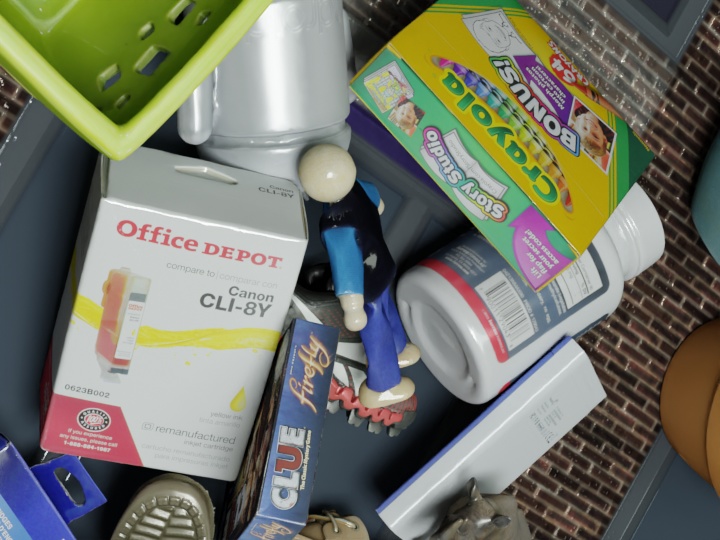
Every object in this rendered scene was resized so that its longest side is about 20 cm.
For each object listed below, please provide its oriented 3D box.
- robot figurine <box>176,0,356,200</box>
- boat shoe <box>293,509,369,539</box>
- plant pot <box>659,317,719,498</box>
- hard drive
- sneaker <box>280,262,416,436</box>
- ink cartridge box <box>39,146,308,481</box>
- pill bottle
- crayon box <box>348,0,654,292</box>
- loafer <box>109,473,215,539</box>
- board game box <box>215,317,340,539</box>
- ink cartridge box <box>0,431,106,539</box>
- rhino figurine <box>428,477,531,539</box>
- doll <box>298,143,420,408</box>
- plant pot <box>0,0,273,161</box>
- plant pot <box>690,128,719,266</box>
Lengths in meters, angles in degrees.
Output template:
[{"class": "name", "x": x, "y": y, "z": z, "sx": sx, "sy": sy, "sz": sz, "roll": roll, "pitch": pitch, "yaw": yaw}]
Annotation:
[{"class": "robot figurine", "x": -0.065, "y": -0.138, "z": 1.236, "sx": 0.169, "sy": 0.112, "sz": 0.202, "roll": -19, "pitch": 112, "yaw": -40}, {"class": "boat shoe", "x": -0.027, "y": 0.218, "z": 1.376, "sx": 0.199, "sy": 0.071, "sz": 0.065, "roll": 33, "pitch": 80, "yaw": -42}, {"class": "plant pot", "x": 0.356, "y": 0.122, "z": 1.532, "sx": 0.198, "sy": 0.140, "sz": 0.203, "roll": -8, "pitch": 106, "yaw": -29}, {"class": "hard drive", "x": 0.107, "y": 0.143, "z": 1.393, "sx": 0.200, "sy": 0.025, "sz": 0.132, "roll": -42, "pitch": 156, "yaw": -1}, {"class": "sneaker", "x": -0.020, "y": 0.052, "z": 1.333, "sx": 0.200, "sy": 0.071, "sz": 0.099, "roll": 34, "pitch": 86, "yaw": -31}, {"class": "ink cartridge box", "x": -0.131, "y": 0.031, "z": 1.200, "sx": 0.143, "sy": 0.084, "sz": 0.202, "roll": 11, "pitch": 117, "yaw": -14}, {"class": "pill bottle", "x": 0.138, "y": 0.005, "z": 1.387, "sx": 0.199, "sy": 0.119, "sz": 0.121, "roll": -32, "pitch": 116, "yaw": -20}, {"class": "crayon box", "x": 0.108, "y": -0.109, "z": 1.284, "sx": 0.200, "sy": 0.058, "sz": 0.173, "roll": 47, "pitch": 38, "yaw": -3}, {"class": "loafer", "x": -0.148, "y": 0.214, "z": 1.270, "sx": 0.075, "sy": 0.068, "sz": 0.201, "roll": 12, "pitch": 127, "yaw": -6}, {"class": "board game box", "x": -0.062, "y": 0.131, "z": 1.216, "sx": 0.034, "sy": 0.200, "sz": 0.137, "roll": 13, "pitch": 66, "yaw": -9}, {"class": "ink cartridge box", "x": -0.274, "y": 0.199, "z": 1.219, "sx": 0.200, "sy": 0.076, "sz": 0.137, "roll": -39, "pitch": 118, "yaw": -19}, {"class": "rhino figurine", "x": 0.087, "y": 0.205, "z": 1.355, "sx": 0.087, "sy": 0.060, "sz": 0.200, "roll": -37, "pitch": 160, "yaw": -1}, {"class": "doll", "x": 0.000, "y": 0.000, "z": 1.228, "sx": 0.048, "sy": 0.137, "sz": 0.202, "roll": -7, "pitch": 124, "yaw": 14}, {"class": "plant pot", "x": -0.181, "y": -0.215, "z": 1.107, "sx": 0.200, "sy": 0.181, "sz": 0.199, "roll": -49, "pitch": 121, "yaw": -10}, {"class": "plant pot", "x": 0.359, "y": -0.056, "z": 1.481, "sx": 0.134, "sy": 0.201, "sz": 0.200, "roll": -36, "pitch": 124, "yaw": 22}]
